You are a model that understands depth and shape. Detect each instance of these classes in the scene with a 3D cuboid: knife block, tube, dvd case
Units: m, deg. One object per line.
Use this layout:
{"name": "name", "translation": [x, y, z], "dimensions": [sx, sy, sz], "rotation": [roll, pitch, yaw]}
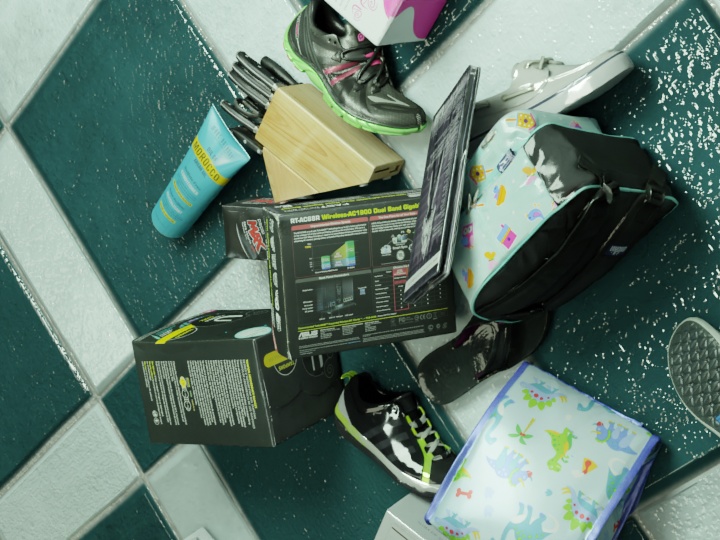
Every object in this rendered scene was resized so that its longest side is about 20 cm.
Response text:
{"name": "knife block", "translation": [-0.062, -0.172, 1.341], "dimensions": [0.198, 0.064, 0.179], "rotation": [-8, 98, 37]}
{"name": "tube", "translation": [-0.191, -0.110, 1.430], "dimensions": [0.078, 0.050, 0.200], "rotation": [51, 138, 6]}
{"name": "dvd case", "translation": [0.079, -0.079, 1.165], "dimensions": [0.016, 0.149, 0.204], "rotation": [12, 76, -8]}

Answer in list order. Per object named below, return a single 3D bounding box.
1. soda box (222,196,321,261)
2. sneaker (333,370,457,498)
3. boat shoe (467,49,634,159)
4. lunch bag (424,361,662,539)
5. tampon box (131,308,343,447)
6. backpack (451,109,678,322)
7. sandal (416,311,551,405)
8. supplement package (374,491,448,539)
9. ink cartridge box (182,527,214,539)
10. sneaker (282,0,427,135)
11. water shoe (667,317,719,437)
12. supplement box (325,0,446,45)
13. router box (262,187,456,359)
{"name": "soda box", "translation": [-0.062, -0.045, 1.370], "dimensions": [0.197, 0.070, 0.065], "rotation": [4, 104, 34]}
{"name": "sneaker", "translation": [0.048, 0.180, 1.350], "dimensions": [0.198, 0.071, 0.084], "rotation": [29, 116, 26]}
{"name": "boat shoe", "translation": [0.173, -0.176, 1.176], "dimensions": [0.199, 0.072, 0.067], "rotation": [-26, 89, 44]}
{"name": "lunch bag", "translation": [0.190, 0.218, 1.231], "dimensions": [0.169, 0.127, 0.202], "rotation": [28, 88, 25]}
{"name": "tampon box", "translation": [-0.143, 0.122, 1.421], "dimensions": [0.197, 0.149, 0.129], "rotation": [-4, 101, 35]}
{"name": "backpack", "translation": [0.171, -0.049, 1.145], "dimensions": [0.154, 0.174, 0.201], "rotation": [55, 128, 31]}
{"name": "sandal", "translation": [0.129, 0.084, 1.283], "dimensions": [0.076, 0.048, 0.201], "rotation": [52, 125, 12]}
{"name": "supplement package", "translation": [0.065, 0.359, 1.360], "dimensions": [0.113, 0.109, 0.202], "rotation": [34, 119, 23]}
{"name": "ink cartridge box", "translation": [-0.218, 0.484, 1.607], "dimensions": [0.175, 0.083, 0.201], "rotation": [43, 123, 19]}
{"name": "sneaker", "translation": [-0.005, -0.217, 1.283], "dimensions": [0.200, 0.076, 0.084], "rotation": [44, 126, 17]}
{"name": "water shoe", "translation": [0.362, 0.128, 1.120], "dimensions": [0.072, 0.078, 0.201], "rotation": [-55, 45, 28]}
{"name": "supplement box", "translation": [-0.003, -0.333, 1.236], "dimensions": [0.200, 0.103, 0.102], "rotation": [45, 122, 19]}
{"name": "router box", "translation": [0.000, 0.000, 1.261], "dimensions": [0.062, 0.197, 0.153], "rotation": [-154, 58, -67]}
